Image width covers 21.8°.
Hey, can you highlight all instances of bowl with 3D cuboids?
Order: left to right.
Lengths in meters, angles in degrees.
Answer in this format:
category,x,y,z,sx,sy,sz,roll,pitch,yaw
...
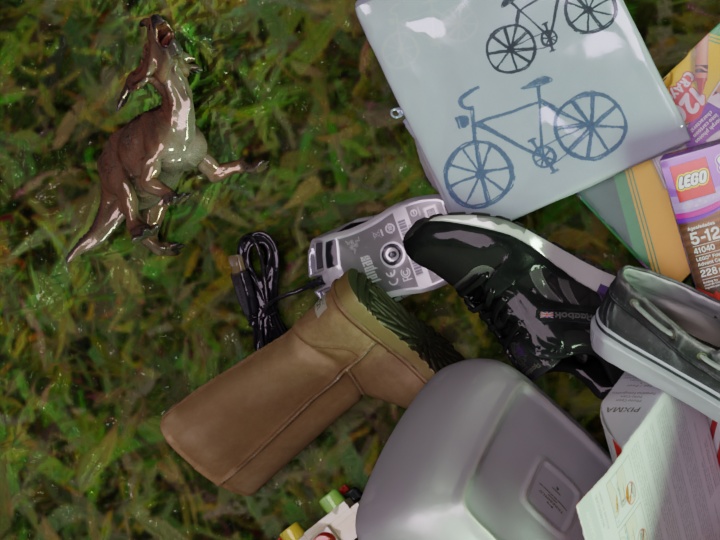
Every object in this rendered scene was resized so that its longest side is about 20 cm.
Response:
category,x,y,z,sx,sy,sz,roll,pitch,yaw
bowl,0.111,0.168,1.308,0.200,0.200,0.075,44,137,-12

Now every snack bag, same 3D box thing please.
category,x,y,z,sx,sy,sz,roll,pitch,yaw
snack bag,0.110,-0.142,1.333,0.188,0.021,0.200,-24,99,20

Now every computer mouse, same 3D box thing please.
category,x,y,z,sx,sy,sz,roll,pitch,yaw
computer mouse,0.000,0.000,1.428,0.200,0.044,0.110,-18,88,16

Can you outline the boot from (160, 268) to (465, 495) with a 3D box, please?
category,x,y,z,sx,sy,sz,roll,pitch,yaw
boot,-0.024,0.108,1.423,0.175,0.066,0.200,43,114,-14

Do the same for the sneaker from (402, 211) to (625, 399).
category,x,y,z,sx,sy,sz,roll,pitch,yaw
sneaker,0.120,0.027,1.340,0.200,0.076,0.088,22,64,-10

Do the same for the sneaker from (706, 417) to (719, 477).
category,x,y,z,sx,sy,sz,roll,pitch,yaw
sneaker,0.306,0.071,1.327,0.116,0.078,0.200,43,111,11

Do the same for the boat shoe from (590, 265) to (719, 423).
category,x,y,z,sx,sy,sz,roll,pitch,yaw
boat shoe,0.251,0.058,1.260,0.200,0.072,0.071,21,128,13

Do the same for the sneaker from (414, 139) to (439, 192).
category,x,y,z,sx,sy,sz,roll,pitch,yaw
sneaker,0.084,-0.154,1.395,0.071,0.080,0.200,8,114,23

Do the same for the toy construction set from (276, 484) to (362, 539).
category,x,y,z,sx,sy,sz,roll,pitch,yaw
toy construction set,-0.036,0.221,1.393,0.200,0.131,0.092,-25,86,12

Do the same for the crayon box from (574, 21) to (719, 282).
category,x,y,z,sx,sy,sz,roll,pitch,yaw
crayon box,0.259,-0.094,1.357,0.200,0.058,0.119,-44,81,10

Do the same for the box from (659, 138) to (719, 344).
category,x,y,z,sx,sy,sz,roll,pitch,yaw
box,0.321,-0.040,1.286,0.200,0.039,0.137,-16,96,16

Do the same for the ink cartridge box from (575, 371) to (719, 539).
category,x,y,z,sx,sy,sz,roll,pitch,yaw
ink cartridge box,0.191,0.173,1.284,0.047,0.200,0.160,-1,116,35

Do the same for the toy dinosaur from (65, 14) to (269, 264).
category,x,y,z,sx,sy,sz,roll,pitch,yaw
toy dinosaur,-0.167,-0.095,1.450,0.200,0.086,0.136,-44,70,26
